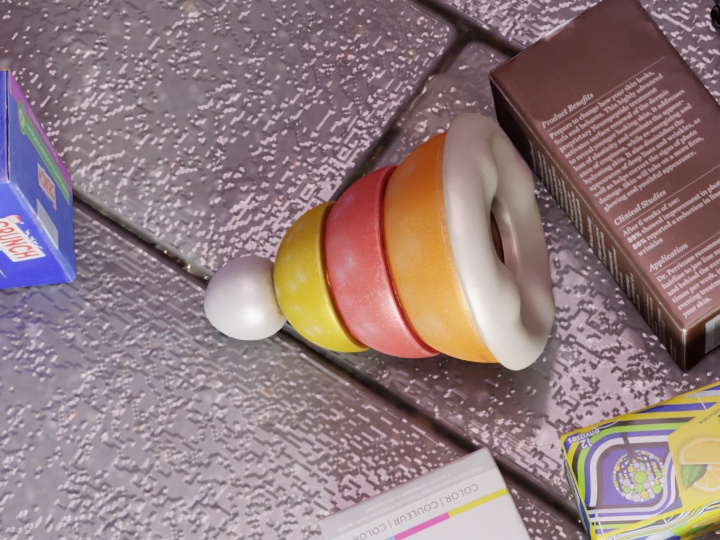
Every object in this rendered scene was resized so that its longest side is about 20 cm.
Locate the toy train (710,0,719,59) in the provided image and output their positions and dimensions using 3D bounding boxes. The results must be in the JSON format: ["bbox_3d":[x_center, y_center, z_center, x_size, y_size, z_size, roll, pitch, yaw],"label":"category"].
[{"bbox_3d":[0.224,-0.213,1.592,0.046,0.034,0.201,-9,67,0],"label":"toy train"}]

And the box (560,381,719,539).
[{"bbox_3d":[0.214,0.097,1.443,0.199,0.070,0.065,-19,68,-1],"label":"box"}]

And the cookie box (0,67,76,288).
[{"bbox_3d":[-0.278,-0.042,1.510,0.199,0.171,0.076,-5,70,4],"label":"cookie box"}]

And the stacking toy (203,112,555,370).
[{"bbox_3d":[0.000,0.000,1.494,0.199,0.146,0.147,-12,65,18],"label":"stacking toy"}]

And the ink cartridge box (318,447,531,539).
[{"bbox_3d":[0.063,0.208,1.420,0.103,0.059,0.201,-23,66,-3],"label":"ink cartridge box"}]

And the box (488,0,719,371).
[{"bbox_3d":[0.169,-0.053,1.512,0.100,0.075,0.200,-32,69,-6],"label":"box"}]
